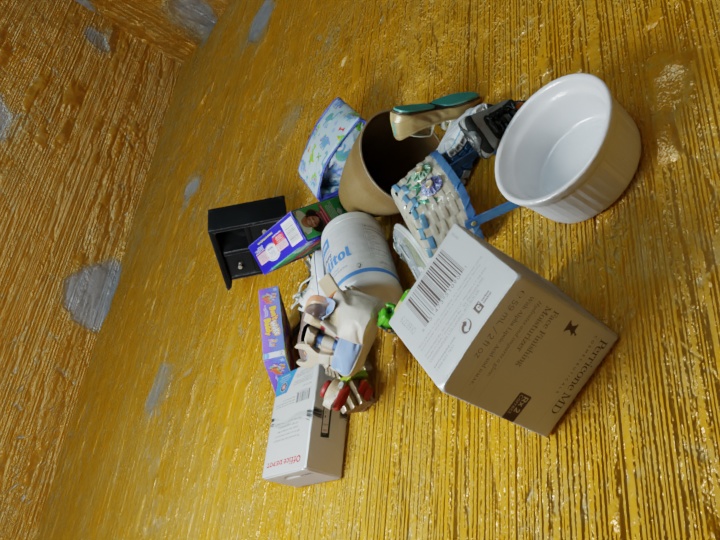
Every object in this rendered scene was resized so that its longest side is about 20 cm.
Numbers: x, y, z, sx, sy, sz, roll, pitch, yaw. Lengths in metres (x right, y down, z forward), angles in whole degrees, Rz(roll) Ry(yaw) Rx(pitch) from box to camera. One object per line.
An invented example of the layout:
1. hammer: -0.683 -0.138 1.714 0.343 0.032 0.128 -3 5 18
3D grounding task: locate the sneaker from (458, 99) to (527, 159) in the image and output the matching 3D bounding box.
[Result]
1. sneaker: 0.218 -0.235 1.097 0.079 0.074 0.200 -37 -2 37

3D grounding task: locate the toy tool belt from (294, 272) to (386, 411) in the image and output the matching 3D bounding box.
1. toy tool belt: -0.048 0.117 1.157 0.122 0.125 0.202 25 97 16

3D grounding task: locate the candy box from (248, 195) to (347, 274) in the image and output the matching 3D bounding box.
1. candy box: -0.108 -0.082 1.461 0.169 0.199 0.078 -32 87 44

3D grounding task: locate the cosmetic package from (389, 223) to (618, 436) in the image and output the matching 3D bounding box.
1. cosmetic package: 0.179 0.076 0.890 0.166 0.199 0.165 -57 31 11

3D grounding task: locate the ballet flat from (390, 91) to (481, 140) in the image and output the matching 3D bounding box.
1. ballet flat: 0.137 -0.284 1.283 0.069 0.198 0.064 37 137 51

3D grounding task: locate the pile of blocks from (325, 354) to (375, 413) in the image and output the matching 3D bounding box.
1. pile of blocks: -0.015 0.160 1.244 0.062 0.082 0.201 -45 35 29

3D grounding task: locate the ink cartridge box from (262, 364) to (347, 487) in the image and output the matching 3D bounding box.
1. ink cartridge box: -0.097 0.284 1.276 0.145 0.084 0.202 -28 47 46

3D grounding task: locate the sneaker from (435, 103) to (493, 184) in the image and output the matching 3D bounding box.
1. sneaker: 0.169 -0.214 1.257 0.201 0.075 0.087 -51 23 1

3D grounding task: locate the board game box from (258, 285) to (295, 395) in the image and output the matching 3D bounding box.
1. board game box: -0.171 0.152 1.447 0.044 0.135 0.201 -12 43 -1

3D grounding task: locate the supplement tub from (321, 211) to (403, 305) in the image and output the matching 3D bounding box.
1. supplement tub: 0.000 0.000 1.292 0.132 0.131 0.201 -48 35 25

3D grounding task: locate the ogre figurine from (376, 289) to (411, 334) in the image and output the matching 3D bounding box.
1. ogre figurine: 0.130 0.053 1.063 0.200 0.119 0.099 -50 37 25

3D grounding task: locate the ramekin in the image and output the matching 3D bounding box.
1. ramekin: 0.297 -0.166 0.988 0.200 0.097 0.202 -37 39 38

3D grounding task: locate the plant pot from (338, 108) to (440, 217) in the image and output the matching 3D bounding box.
1. plant pot: 0.039 -0.182 1.345 0.200 0.185 0.189 -32 42 60

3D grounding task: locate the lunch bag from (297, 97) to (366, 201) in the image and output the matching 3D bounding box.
1. lunch bag: -0.053 -0.263 1.572 0.200 0.127 0.170 -48 33 8

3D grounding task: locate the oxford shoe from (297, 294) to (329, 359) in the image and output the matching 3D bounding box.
1. oxford shoe: -0.091 0.140 1.294 0.073 0.070 0.202 -71 -12 -48

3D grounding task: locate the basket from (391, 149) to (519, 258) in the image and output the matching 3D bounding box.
1. basket: 0.165 -0.122 1.139 0.198 0.140 0.177 -25 36 -3

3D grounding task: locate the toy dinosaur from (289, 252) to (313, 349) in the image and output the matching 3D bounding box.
1. toy dinosaur: -0.098 0.071 1.464 0.102 0.076 0.203 -127 49 -78

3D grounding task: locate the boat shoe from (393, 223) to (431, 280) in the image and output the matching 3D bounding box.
1. boat shoe: 0.101 -0.017 1.208 0.065 0.074 0.202 -51 39 12

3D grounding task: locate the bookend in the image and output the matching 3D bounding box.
1. bookend: -0.271 -0.069 1.775 0.093 0.196 0.202 -104 5 -48

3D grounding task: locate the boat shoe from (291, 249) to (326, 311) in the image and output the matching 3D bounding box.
1. boat shoe: -0.099 0.064 1.376 0.075 0.085 0.205 -3 -92 -82
